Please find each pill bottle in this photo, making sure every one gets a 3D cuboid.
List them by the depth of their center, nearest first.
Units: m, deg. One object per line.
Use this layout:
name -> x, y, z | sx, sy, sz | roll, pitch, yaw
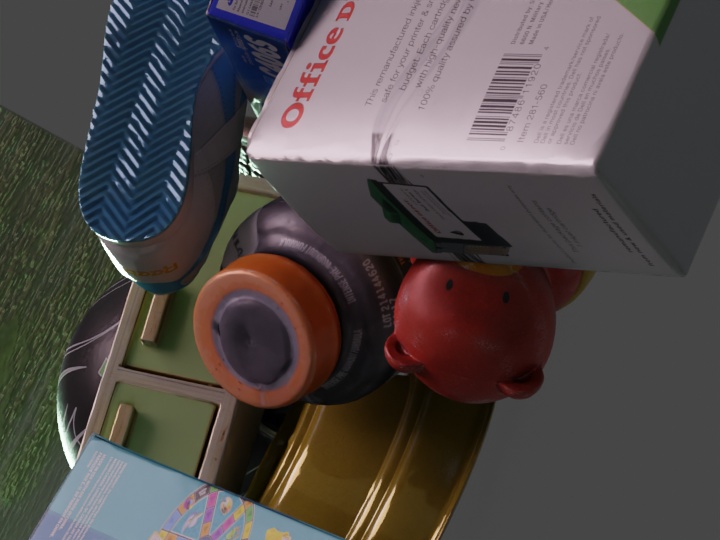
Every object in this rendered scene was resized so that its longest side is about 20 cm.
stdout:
pill bottle -> 0.000, 0.000, 1.461 | 0.200, 0.106, 0.106 | -32, -20, -51

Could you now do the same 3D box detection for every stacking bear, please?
stacking bear -> 0.069, -0.024, 1.366 | 0.114, 0.121, 0.201 | 104, -176, -48

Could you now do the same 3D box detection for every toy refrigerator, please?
toy refrigerator -> -0.088, 0.049, 1.519 | 0.070, 0.075, 0.201 | 77, -153, -66

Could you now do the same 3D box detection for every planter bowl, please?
planter bowl -> -0.011, 0.117, 1.510 | 0.201, 0.083, 0.200 | -60, 7, 12

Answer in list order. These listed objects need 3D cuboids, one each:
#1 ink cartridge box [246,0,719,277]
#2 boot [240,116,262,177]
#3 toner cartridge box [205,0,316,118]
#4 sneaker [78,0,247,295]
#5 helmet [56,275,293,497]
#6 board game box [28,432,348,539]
ink cartridge box -> 0.068, -0.082, 1.268 | 0.199, 0.084, 0.147 | 5, 59, 42
boot -> 0.016, -0.067, 1.682 | 0.097, 0.199, 0.075 | -57, -22, -28
toner cartridge box -> -0.026, -0.131, 1.404 | 0.200, 0.043, 0.095 | 67, -135, -77
sneaker -> -0.091, -0.085, 1.471 | 0.081, 0.076, 0.201 | 71, -148, -59
helmet -> -0.078, 0.076, 1.677 | 0.191, 0.200, 0.201 | -40, 20, 46
board game box -> -0.080, 0.177, 1.337 | 0.151, 0.199, 0.047 | -59, -36, -16
